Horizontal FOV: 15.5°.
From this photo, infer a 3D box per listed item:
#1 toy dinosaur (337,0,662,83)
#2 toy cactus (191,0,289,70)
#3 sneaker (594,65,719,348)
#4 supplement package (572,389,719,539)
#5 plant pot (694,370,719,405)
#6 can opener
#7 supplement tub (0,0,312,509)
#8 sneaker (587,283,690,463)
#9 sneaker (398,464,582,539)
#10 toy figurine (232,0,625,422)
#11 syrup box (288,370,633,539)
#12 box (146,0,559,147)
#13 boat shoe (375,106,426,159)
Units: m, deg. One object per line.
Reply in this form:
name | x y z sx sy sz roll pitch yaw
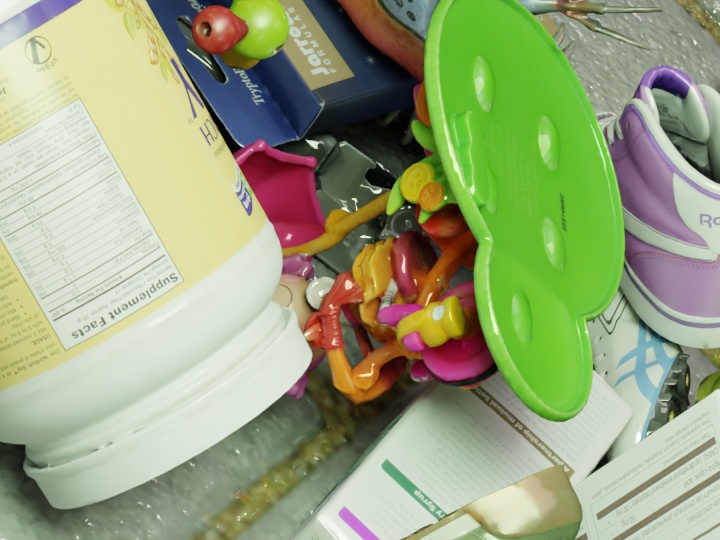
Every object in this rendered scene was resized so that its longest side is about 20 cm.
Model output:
toy dinosaur | 0.042 -0.097 1.228 0.105 0.199 0.182 61 18 -71
toy cactus | -0.072 -0.156 1.135 0.165 0.103 0.200 -3 39 -48
sneaker | 0.134 -0.062 1.275 0.072 0.115 0.200 -17 37 -22
supplement package | 0.172 0.141 1.044 0.199 0.156 0.111 11 53 -38
plant pot | 0.295 0.084 1.241 0.200 0.193 0.201 43 25 -26
can opener | -0.036 -0.053 1.270 0.200 0.053 0.067 37 6 -3
supplement tub | -0.119 -0.023 1.043 0.200 0.145 0.145 61 37 -11
sneaker | 0.125 0.044 1.282 0.072 0.072 0.200 -1 32 5
sneaker | 0.008 0.157 1.000 0.090 0.200 0.067 62 5 9
toy figurine | 0.000 0.000 1.134 0.150 0.184 0.201 36 42 -44
syrup box | 0.034 0.103 1.139 0.081 0.079 0.200 43 38 3
box | -0.007 -0.131 1.272 0.200 0.032 0.121 -20 68 -39
boat shoe | 0.021 -0.091 1.337 0.092 0.075 0.201 0 50 -24
